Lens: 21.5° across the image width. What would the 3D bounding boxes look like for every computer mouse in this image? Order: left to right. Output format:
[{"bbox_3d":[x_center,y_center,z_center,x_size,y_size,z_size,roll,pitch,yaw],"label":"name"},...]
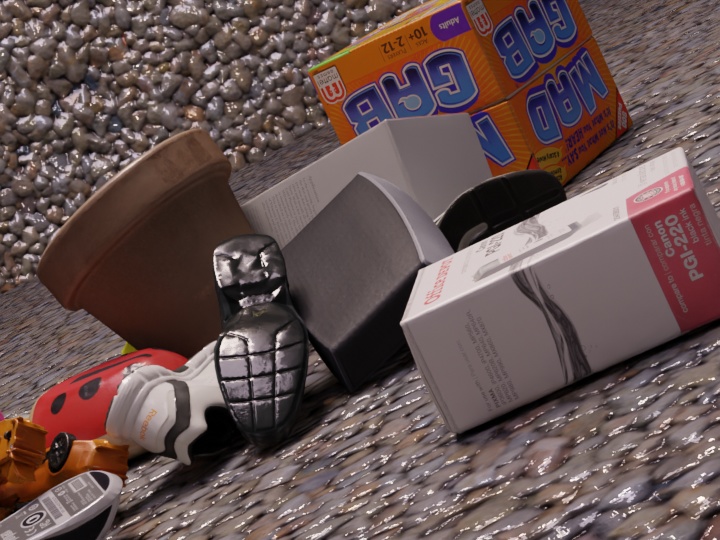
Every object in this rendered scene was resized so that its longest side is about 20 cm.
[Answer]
[{"bbox_3d":[-0.245,0.206,1.304,0.199,0.044,0.110,-29,20,-13],"label":"computer mouse"}]

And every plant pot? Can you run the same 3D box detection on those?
[{"bbox_3d":[-0.155,0.003,1.669,0.200,0.175,0.200,-42,-7,-6],"label":"plant pot"}]

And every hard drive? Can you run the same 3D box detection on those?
[{"bbox_3d":[0.000,0.000,1.474,0.135,0.042,0.200,-44,28,6],"label":"hard drive"}]

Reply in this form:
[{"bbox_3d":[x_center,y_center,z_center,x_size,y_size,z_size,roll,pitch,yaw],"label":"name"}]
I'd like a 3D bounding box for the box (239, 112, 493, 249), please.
[{"bbox_3d":[0.007,-0.055,1.702,0.199,0.098,0.124,-27,-11,39],"label":"box"}]

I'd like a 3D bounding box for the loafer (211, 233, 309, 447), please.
[{"bbox_3d":[-0.073,0.062,1.433,0.072,0.073,0.201,-6,43,0],"label":"loafer"}]

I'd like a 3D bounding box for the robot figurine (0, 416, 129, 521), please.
[{"bbox_3d":[-0.268,0.162,1.432,0.144,0.059,0.199,19,-30,-33],"label":"robot figurine"}]

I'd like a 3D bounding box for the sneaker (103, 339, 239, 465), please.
[{"bbox_3d":[-0.116,0.108,1.459,0.200,0.080,0.074,-21,-45,-64],"label":"sneaker"}]

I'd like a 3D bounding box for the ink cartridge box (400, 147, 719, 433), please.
[{"bbox_3d":[0.133,0.011,1.194,0.199,0.085,0.146,-27,9,12],"label":"ink cartridge box"}]

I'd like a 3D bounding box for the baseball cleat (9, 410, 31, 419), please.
[{"bbox_3d":[-0.348,0.179,1.721,0.198,0.070,0.106,-16,3,7],"label":"baseball cleat"}]

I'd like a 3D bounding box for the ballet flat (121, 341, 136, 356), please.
[{"bbox_3d":[-0.202,0.088,1.811,0.067,0.067,0.200,-48,7,2],"label":"ballet flat"}]

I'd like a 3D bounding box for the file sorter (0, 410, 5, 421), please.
[{"bbox_3d":[-0.449,0.168,1.833,0.199,0.126,0.139,-27,10,-1],"label":"file sorter"}]

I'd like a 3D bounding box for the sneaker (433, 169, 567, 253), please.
[{"bbox_3d":[0.071,-0.024,1.578,0.199,0.076,0.115,-31,12,-10],"label":"sneaker"}]

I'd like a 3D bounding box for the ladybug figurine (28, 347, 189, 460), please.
[{"bbox_3d":[-0.207,0.117,1.598,0.199,0.072,0.136,-22,10,30],"label":"ladybug figurine"}]

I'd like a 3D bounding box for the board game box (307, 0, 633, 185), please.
[{"bbox_3d":[0.111,-0.170,1.874,0.199,0.201,0.200,-20,12,39],"label":"board game box"}]
